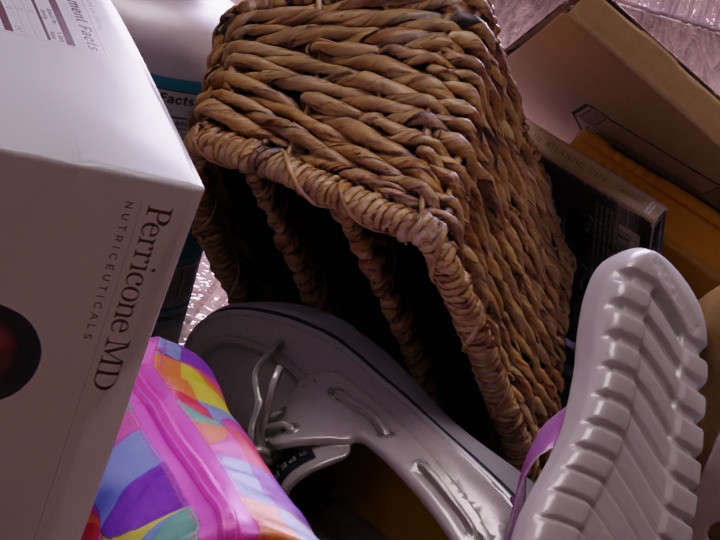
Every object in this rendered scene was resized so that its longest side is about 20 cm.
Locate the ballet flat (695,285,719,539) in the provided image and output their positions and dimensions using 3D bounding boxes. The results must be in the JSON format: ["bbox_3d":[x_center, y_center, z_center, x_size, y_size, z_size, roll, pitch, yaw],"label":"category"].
[{"bbox_3d":[0.136,0.063,1.032,0.063,0.069,0.200,8,-32,12],"label":"ballet flat"}]

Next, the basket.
[{"bbox_3d":[0.000,0.000,1.044,0.142,0.200,0.149,-5,50,16],"label":"basket"}]

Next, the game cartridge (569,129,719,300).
[{"bbox_3d":[0.181,0.031,1.167,0.200,0.032,0.176,38,-12,22],"label":"game cartridge"}]

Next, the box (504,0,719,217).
[{"bbox_3d":[0.148,-0.039,1.133,0.200,0.021,0.163,41,-13,-5],"label":"box"}]

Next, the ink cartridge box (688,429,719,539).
[{"bbox_3d":[0.216,0.103,0.986,0.200,0.115,0.068,15,32,-7],"label":"ink cartridge box"}]

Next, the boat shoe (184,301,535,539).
[{"bbox_3d":[-0.017,0.076,0.969,0.086,0.075,0.202,-5,34,-47],"label":"boat shoe"}]

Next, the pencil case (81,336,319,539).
[{"bbox_3d":[-0.063,0.085,0.838,0.088,0.089,0.200,10,15,-22],"label":"pencil case"}]

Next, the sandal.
[{"bbox_3d":[0.081,0.083,0.913,0.050,0.203,0.082,-17,-51,41],"label":"sandal"}]

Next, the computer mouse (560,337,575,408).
[{"bbox_3d":[0.076,0.053,1.202,0.200,0.053,0.138,31,14,9],"label":"computer mouse"}]

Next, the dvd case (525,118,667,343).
[{"bbox_3d":[0.051,-0.040,1.165,0.200,0.016,0.149,33,-23,19],"label":"dvd case"}]

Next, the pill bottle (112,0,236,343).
[{"bbox_3d":[-0.111,-0.063,1.117,0.111,0.200,0.111,15,13,-4],"label":"pill bottle"}]

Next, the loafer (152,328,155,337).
[{"bbox_3d":[-0.181,0.020,1.004,0.200,0.075,0.070,8,18,5],"label":"loafer"}]

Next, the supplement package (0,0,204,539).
[{"bbox_3d":[-0.180,0.007,0.746,0.200,0.191,0.147,9,26,-23],"label":"supplement package"}]
